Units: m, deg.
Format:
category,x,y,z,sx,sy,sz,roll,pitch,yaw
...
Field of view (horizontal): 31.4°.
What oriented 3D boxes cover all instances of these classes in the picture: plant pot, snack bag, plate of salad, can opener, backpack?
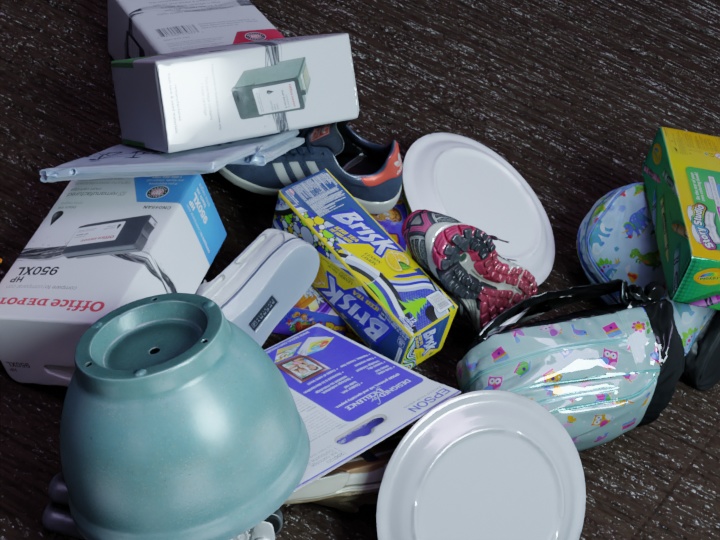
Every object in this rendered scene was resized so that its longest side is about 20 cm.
category,x,y,z,sx,sy,sz,roll,pitch,yaw
plant pot,-0.148,0.103,0.996,0.197,0.136,0.201,-9,29,5
snack bag,-0.171,-0.106,1.202,0.186,0.022,0.200,-1,14,19
plate of salad,0.123,-0.059,1.367,0.198,0.048,0.202,22,47,-25
plate of salad,0.102,0.202,1.099,0.197,0.048,0.203,-1,94,-19
can opener,-0.165,0.211,1.074,0.197,0.053,0.067,13,14,-8
backpack,0.191,0.103,1.197,0.197,0.168,0.128,-8,55,-14
backpack,0.319,-0.003,1.327,0.200,0.164,0.153,45,9,36

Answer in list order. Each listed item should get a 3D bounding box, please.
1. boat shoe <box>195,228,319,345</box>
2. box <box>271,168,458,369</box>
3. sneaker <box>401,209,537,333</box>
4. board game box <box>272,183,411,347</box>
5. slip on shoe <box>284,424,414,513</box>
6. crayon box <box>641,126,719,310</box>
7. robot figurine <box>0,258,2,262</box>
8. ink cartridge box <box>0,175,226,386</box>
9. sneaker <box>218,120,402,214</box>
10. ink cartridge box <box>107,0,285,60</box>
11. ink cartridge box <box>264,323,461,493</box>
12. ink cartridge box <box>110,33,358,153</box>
category,x,y,z,sx,sy,sz,roll,pitch,yaw
boat shoe,-0.133,0.036,1.192,0.086,0.075,0.202,30,74,40
box,0.000,0.000,1.217,0.064,0.070,0.200,-28,63,-31
sneaker,0.110,0.002,1.244,0.081,0.200,0.074,-49,49,-8
board game box,-0.016,-0.017,1.305,0.133,0.045,0.202,11,49,-8
slip on shoe,-0.016,0.185,1.121,0.198,0.061,0.076,-10,23,-25
crayon box,0.347,-0.049,1.231,0.117,0.059,0.201,10,42,-6
robot figurine,-0.380,0.061,1.083,0.058,0.144,0.202,42,44,-30
ink cartridge box,-0.230,0.004,1.162,0.143,0.085,0.201,1,44,23
sneaker,-0.052,-0.121,1.293,0.197,0.085,0.076,9,49,-1
ink cartridge box,-0.178,-0.241,1.389,0.144,0.084,0.200,-11,38,-25
ink cartridge box,-0.046,0.127,1.114,0.197,0.044,0.199,-25,31,-35
ink cartridge box,-0.121,-0.173,1.229,0.198,0.085,0.145,-13,14,-26
